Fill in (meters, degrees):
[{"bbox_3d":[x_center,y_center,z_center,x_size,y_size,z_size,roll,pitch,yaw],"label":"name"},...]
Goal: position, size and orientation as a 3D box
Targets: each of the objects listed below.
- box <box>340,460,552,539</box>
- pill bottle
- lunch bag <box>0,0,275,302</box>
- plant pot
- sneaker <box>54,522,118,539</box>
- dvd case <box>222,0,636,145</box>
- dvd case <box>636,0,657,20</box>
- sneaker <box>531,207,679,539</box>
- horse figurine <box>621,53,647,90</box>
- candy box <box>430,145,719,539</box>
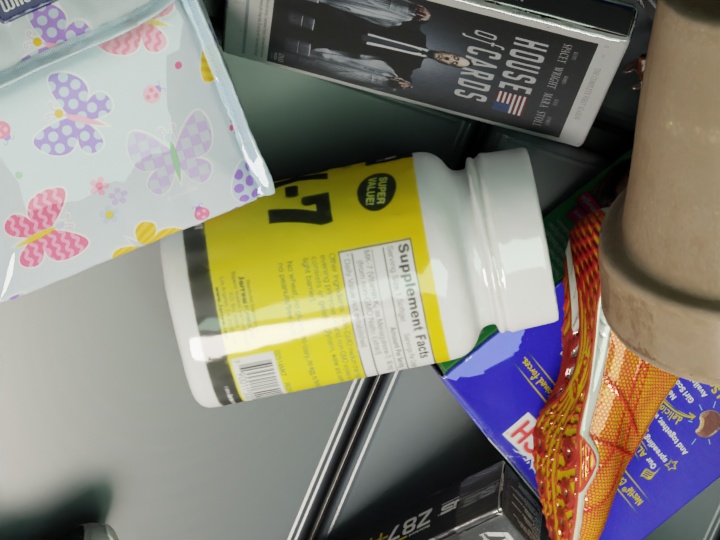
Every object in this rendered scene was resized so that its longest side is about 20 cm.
[{"bbox_3d":[0.073,0.219,1.612,0.161,0.049,0.200,-28,117,24],"label":"box"},{"bbox_3d":[0.000,0.000,1.484,0.199,0.114,0.115,-11,114,2],"label":"pill bottle"},{"bbox_3d":[-0.158,-0.106,1.416,0.169,0.127,0.201,-22,108,-6],"label":"lunch bag"},{"bbox_3d":[0.207,-0.065,1.360,0.199,0.200,0.175,-15,119,-8],"label":"plant pot"},{"bbox_3d":[-0.223,0.196,1.545,0.200,0.078,0.077,-34,106,-1],"label":"sneaker"},{"bbox_3d":[0.030,-0.122,1.414,0.199,0.150,0.025,15,72,0],"label":"dvd case"},{"bbox_3d":[0.216,-0.210,1.456,0.199,0.150,0.025,-29,132,-2],"label":"dvd case"},{"bbox_3d":[0.141,0.065,1.504,0.077,0.073,0.201,4,111,-21],"label":"sneaker"},{"bbox_3d":[0.238,-0.172,1.502,0.050,0.132,0.200,41,74,-11],"label":"horse figurine"},{"bbox_3d":[0.158,0.041,1.580,0.200,0.077,0.169,-39,116,2],"label":"candy box"}]
